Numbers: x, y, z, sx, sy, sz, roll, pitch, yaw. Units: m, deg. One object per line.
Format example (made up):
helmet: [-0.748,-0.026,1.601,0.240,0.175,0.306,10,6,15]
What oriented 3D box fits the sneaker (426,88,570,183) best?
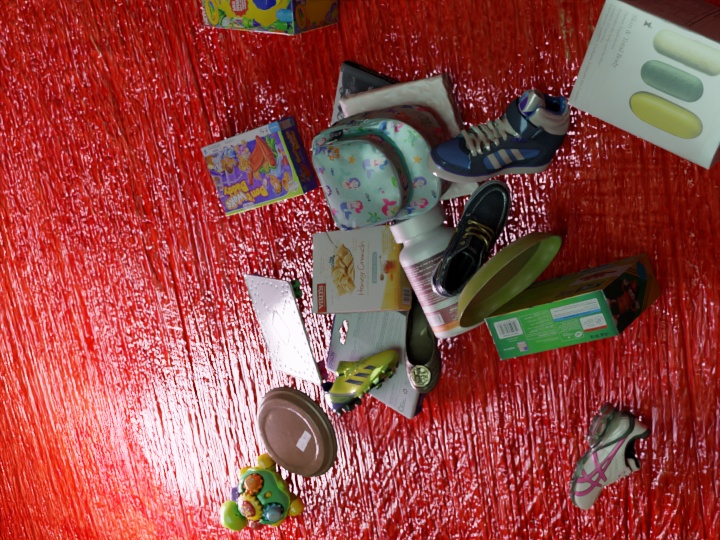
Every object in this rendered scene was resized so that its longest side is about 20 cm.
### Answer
sneaker: [0.200,-0.203,1.472,0.147,0.200,0.081,103,157,-49]

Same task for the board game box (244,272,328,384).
board game box: [-0.138,0.102,1.927,0.200,0.026,0.200,8,117,60]

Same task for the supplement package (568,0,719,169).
supplement package: [0.402,-0.253,1.319,0.200,0.151,0.152,31,125,22]

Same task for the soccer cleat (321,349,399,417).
soccer cleat: [-0.007,0.185,1.838,0.084,0.065,0.200,56,133,13]

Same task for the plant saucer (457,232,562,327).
plant saucer: [0.215,0.008,1.553,0.031,0.200,0.200,50,132,20]

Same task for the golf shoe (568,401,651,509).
golf shoe: [0.390,0.308,1.641,0.092,0.073,0.200,27,124,23]

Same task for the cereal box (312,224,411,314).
cereal box: [0.000,0.000,1.774,0.200,0.039,0.144,-6,81,40]

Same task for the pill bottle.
pill bottle: [0.130,-0.001,1.670,0.109,0.110,0.200,-21,97,41]

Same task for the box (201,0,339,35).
box: [-0.148,-0.488,1.646,0.192,0.122,0.200,13,118,33]

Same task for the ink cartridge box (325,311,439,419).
ink cartridge box: [0.038,0.136,1.848,0.200,0.043,0.197,29,126,27]

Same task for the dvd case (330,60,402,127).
dvd case: [0.016,-0.225,1.708,0.150,0.025,0.200,28,125,24]

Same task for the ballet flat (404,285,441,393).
ballet flat: [0.099,0.102,1.725,0.067,0.046,0.201,-3,79,24]

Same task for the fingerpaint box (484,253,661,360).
fingerpaint box: [0.312,0.054,1.519,0.200,0.167,0.073,-18,98,40]

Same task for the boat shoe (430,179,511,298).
boat shoe: [0.175,-0.047,1.570,0.071,0.091,0.201,28,89,-4]

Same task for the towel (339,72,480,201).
towel: [0.079,-0.200,1.641,0.191,0.032,0.200,-9,110,29]

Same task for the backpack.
backpack: [0.035,-0.156,1.584,0.200,0.151,0.178,-11,109,25]

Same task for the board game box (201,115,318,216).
board game box: [-0.182,-0.185,1.862,0.200,0.045,0.135,-12,103,40]

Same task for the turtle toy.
turtle toy: [-0.217,0.480,2.159,0.146,0.101,0.200,54,131,4]

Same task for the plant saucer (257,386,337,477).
plant saucer: [-0.133,0.327,2.074,0.200,0.029,0.201,15,118,31]
